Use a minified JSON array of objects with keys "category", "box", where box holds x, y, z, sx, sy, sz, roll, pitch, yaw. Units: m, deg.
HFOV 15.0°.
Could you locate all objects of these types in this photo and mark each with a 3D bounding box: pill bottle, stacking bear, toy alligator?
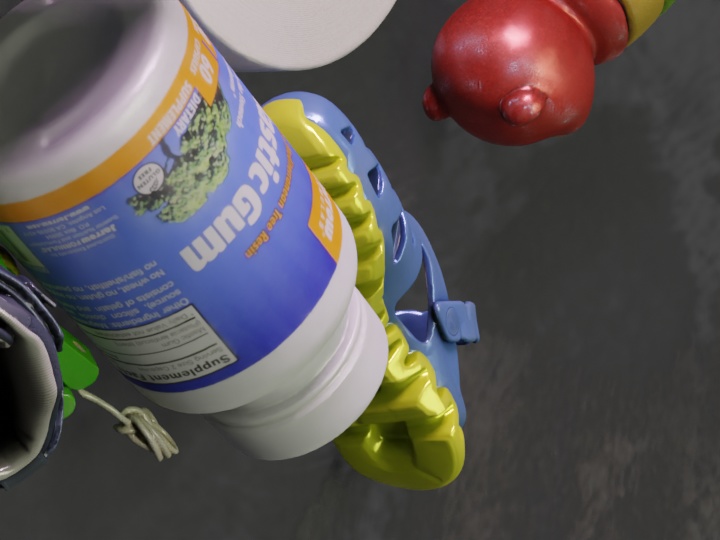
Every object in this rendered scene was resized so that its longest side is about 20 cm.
[{"category":"pill bottle","box":[-0.070,-0.015,1.082,0.200,0.112,0.112,51,54,-39]},{"category":"stacking bear","box":[0.103,-0.144,1.307,0.200,0.121,0.114,-58,135,-22]},{"category":"toy alligator","box":[-0.143,0.028,1.041,0.054,0.059,0.200,-37,130,3]}]

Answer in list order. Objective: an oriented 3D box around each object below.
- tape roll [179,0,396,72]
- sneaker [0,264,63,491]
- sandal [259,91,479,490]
[{"category":"tape roll","box":[-0.042,-0.184,1.172,0.202,0.037,0.204,-1,92,-51]},{"category":"sneaker","box":[-0.168,-0.012,0.900,0.077,0.146,0.203,-39,102,-1]},{"category":"sandal","box":[0.000,0.000,1.209,0.087,0.079,0.201,-63,142,-43]}]
